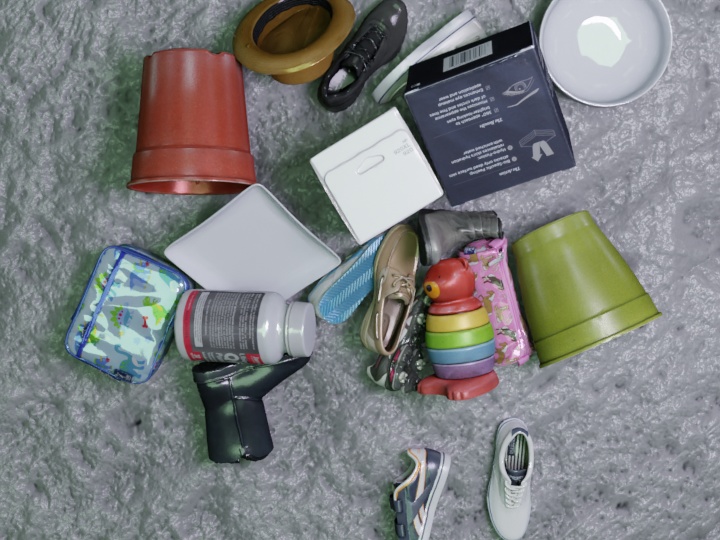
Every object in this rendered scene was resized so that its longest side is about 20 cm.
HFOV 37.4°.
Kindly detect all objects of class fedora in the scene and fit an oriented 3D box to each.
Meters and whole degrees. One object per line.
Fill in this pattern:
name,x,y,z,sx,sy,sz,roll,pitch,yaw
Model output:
fedora,-0.094,-0.342,1.602,0.199,0.201,0.082,-13,139,2

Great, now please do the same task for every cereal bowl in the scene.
cereal bowl,0.365,-0.346,1.615,0.199,0.083,0.202,0,97,1

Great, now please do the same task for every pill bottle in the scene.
pill bottle,-0.172,0.086,1.616,0.199,0.111,0.112,1,96,12

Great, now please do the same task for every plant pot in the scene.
plant pot,-0.250,-0.220,1.594,0.199,0.201,0.197,0,89,1
plant pot,0.324,0.020,1.615,0.199,0.200,0.194,-24,83,3

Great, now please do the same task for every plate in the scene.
plate,-0.165,-0.028,1.633,0.199,0.032,0.200,-33,124,22

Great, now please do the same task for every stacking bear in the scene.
stacking bear,0.143,0.080,1.603,0.113,0.121,0.201,-13,98,-32

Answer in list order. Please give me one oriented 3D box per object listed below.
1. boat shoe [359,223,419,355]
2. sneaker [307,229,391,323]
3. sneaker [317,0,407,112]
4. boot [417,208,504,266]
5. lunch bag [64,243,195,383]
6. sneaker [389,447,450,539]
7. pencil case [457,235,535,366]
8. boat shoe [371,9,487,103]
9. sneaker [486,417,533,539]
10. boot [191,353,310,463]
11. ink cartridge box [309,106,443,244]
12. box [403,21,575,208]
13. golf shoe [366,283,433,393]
boat shoe,0.057,0.030,1.614,0.071,0.064,0.201,12,91,-29
sneaker,0.000,0.000,1.662,0.200,0.081,0.077,-38,111,-16
sneaker,0.007,-0.328,1.620,0.076,0.091,0.201,34,94,-1
boot,0.152,-0.060,1.594,0.130,0.200,0.068,-2,106,6
lunch bag,-0.366,0.067,1.675,0.160,0.082,0.201,27,95,1
sneaker,0.080,0.380,1.702,0.079,0.078,0.201,16,85,-6
pencil case,0.213,0.049,1.657,0.082,0.087,0.201,-14,99,14
boat shoe,0.110,-0.312,1.633,0.200,0.071,0.070,-39,92,-2
sneaker,0.239,0.339,1.697,0.072,0.071,0.201,-2,96,1
boot,-0.159,0.210,1.691,0.199,0.076,0.169,-15,108,-12
ink cartridge box,0.024,-0.141,1.584,0.147,0.200,0.145,-31,95,4
box,0.191,-0.228,1.565,0.196,0.118,0.201,-17,118,16
golf shoe,0.073,0.091,1.669,0.077,0.088,0.201,40,69,-43
